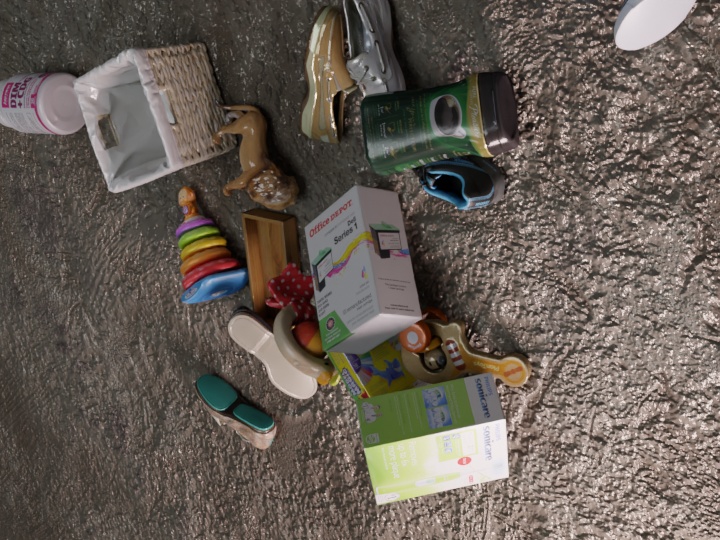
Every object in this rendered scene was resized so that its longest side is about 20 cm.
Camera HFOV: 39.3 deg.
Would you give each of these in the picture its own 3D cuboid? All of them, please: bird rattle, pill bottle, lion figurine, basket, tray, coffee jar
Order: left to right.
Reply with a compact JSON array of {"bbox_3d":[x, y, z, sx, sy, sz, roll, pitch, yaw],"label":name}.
[{"bbox_3d":[-0.619,-0.321,1.936,0.197,0.113,0.116,8,113,41],"label":"pill bottle"},{"bbox_3d":[-0.337,-0.258,1.667,0.198,0.160,0.202,-11,101,45],"label":"basket"},{"bbox_3d":[-0.169,-0.189,1.605,0.121,0.072,0.204,-13,94,38],"label":"lion figurine"},{"bbox_3d":[-0.143,0.003,1.688,0.097,0.037,0.204,13,117,39],"label":"tray"},{"bbox_3d":[-0.073,0.091,1.571,0.112,0.164,0.200,-38,101,30],"label":"bird rattle"},{"bbox_3d":[0.103,-0.188,1.290,0.196,0.085,0.107,-7,87,19],"label":"coffee jar"}]

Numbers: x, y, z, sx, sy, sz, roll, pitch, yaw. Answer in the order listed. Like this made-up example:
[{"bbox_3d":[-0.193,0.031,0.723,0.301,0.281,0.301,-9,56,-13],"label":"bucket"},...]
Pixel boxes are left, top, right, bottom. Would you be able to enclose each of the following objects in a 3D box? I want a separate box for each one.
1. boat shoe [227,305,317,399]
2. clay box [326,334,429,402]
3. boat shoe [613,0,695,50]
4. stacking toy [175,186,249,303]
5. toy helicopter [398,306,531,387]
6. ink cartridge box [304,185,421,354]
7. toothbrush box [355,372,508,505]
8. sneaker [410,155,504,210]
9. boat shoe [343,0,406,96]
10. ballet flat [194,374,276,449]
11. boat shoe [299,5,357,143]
[{"bbox_3d":[-0.145,0.135,1.712,0.072,0.063,0.200,-40,110,12],"label":"boat shoe"},{"bbox_3d":[0.027,0.146,1.532,0.202,0.114,0.048,58,144,8],"label":"clay box"},{"bbox_3d":[0.329,-0.328,1.084,0.201,0.070,0.069,113,153,-52],"label":"boat shoe"},{"bbox_3d":[-0.279,-0.053,1.759,0.116,0.108,0.203,-31,75,48],"label":"stacking toy"},{"bbox_3d":[0.149,0.138,1.450,0.197,0.079,0.135,10,108,26],"label":"toy helicopter"},{"bbox_3d":[0.000,0.000,1.463,0.144,0.083,0.204,-35,58,45],"label":"ink cartridge box"},{"bbox_3d":[0.102,0.237,1.415,0.147,0.196,0.087,79,178,-46],"label":"toothbrush box"},{"bbox_3d":[0.100,-0.148,1.361,0.199,0.081,0.074,34,131,30],"label":"sneaker"},{"bbox_3d":[0.010,-0.280,1.373,0.070,0.068,0.204,-14,87,51],"label":"boat shoe"},{"bbox_3d":[-0.237,0.269,1.872,0.199,0.068,0.068,32,135,31],"label":"ballet flat"},{"bbox_3d":[-0.037,-0.278,1.454,0.075,0.072,0.203,21,130,18],"label":"boat shoe"}]
